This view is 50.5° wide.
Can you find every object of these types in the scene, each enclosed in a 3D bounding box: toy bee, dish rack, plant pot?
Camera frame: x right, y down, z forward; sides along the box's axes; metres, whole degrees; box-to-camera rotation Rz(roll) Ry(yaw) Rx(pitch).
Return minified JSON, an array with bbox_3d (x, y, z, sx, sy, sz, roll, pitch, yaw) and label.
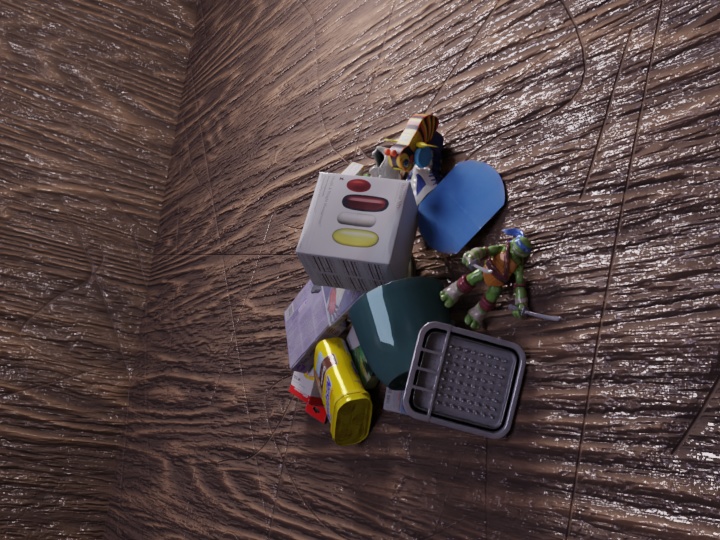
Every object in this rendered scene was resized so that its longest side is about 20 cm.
[{"bbox_3d":[0.102,-0.248,1.594,0.129,0.108,0.204,-9,66,34],"label":"toy bee"},{"bbox_3d":[0.183,0.194,1.357,0.044,0.196,0.175,52,-127,-87],"label":"dish rack"},{"bbox_3d":[0.091,0.132,1.469,0.200,0.198,0.164,-43,54,42],"label":"plant pot"}]

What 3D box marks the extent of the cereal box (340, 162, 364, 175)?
[{"bbox_3d":[-0.041,-0.169,1.860,0.200,0.039,0.147,-60,-15,-64],"label":"cereal box"}]

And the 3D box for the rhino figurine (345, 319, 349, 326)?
[{"bbox_3d":[0.011,0.041,1.799,0.201,0.059,0.088,-53,36,29],"label":"rhino figurine"}]

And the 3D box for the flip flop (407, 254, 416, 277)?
[{"bbox_3d":[0.067,0.041,1.707,0.081,0.057,0.203,45,116,55],"label":"flip flop"}]

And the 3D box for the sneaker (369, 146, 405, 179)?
[{"bbox_3d":[0.058,-0.198,1.787,0.075,0.091,0.204,-31,53,48],"label":"sneaker"}]

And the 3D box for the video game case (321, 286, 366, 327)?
[{"bbox_3d":[-0.035,-0.005,1.695,0.182,0.023,0.203,-45,48,41],"label":"video game case"}]

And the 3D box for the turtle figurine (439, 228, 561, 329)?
[{"bbox_3d":[0.229,0.034,1.368,0.194,0.142,0.203,-49,36,43],"label":"turtle figurine"}]

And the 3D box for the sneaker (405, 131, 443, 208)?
[{"bbox_3d":[0.155,-0.197,1.657,0.114,0.080,0.203,18,86,44],"label":"sneaker"}]

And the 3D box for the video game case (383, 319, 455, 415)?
[{"bbox_3d":[0.120,0.201,1.590,0.181,0.023,0.205,-3,74,57],"label":"video game case"}]

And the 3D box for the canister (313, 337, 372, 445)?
[{"bbox_3d":[-0.045,0.271,1.738,0.201,0.085,0.151,-116,25,-48],"label":"canister"}]

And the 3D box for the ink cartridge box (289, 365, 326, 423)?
[{"bbox_3d":[-0.114,0.264,1.901,0.116,0.066,0.204,13,89,59],"label":"ink cartridge box"}]

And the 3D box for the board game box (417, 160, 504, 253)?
[{"bbox_3d":[0.209,-0.125,1.552,0.200,0.039,0.159,-46,50,11],"label":"board game box"}]

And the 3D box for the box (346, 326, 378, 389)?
[{"bbox_3d":[0.030,0.146,1.696,0.202,0.036,0.146,113,146,-42],"label":"box"}]

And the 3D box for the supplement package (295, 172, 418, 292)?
[{"bbox_3d":[0.000,-0.074,1.557,0.196,0.148,0.195,7,65,17],"label":"supplement package"}]

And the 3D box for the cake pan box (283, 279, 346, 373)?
[{"bbox_3d":[-0.118,0.122,1.860,0.201,0.052,0.186,-50,34,31],"label":"cake pan box"}]

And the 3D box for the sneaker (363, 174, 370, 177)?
[{"bbox_3d":[0.003,-0.162,1.790,0.077,0.086,0.201,-21,22,12],"label":"sneaker"}]
